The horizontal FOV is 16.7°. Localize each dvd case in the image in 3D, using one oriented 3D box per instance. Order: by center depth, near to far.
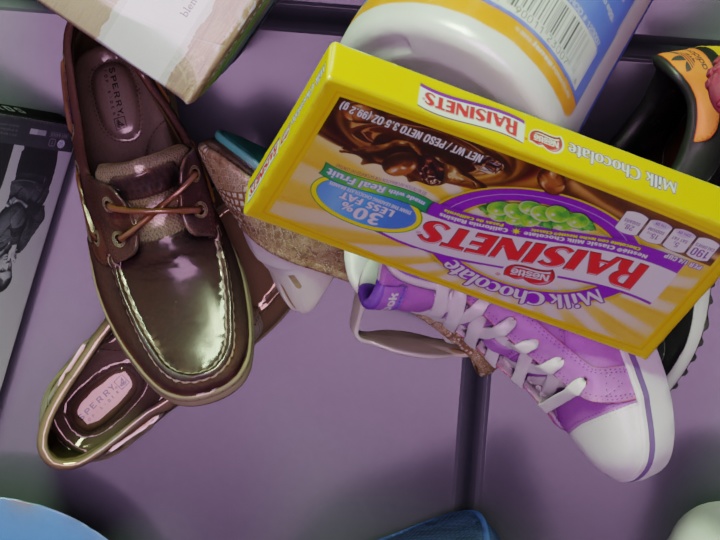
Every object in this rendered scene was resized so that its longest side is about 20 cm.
[{"bbox_3d":[-0.228,0.011,1.198,0.025,0.150,0.201,30,106,43],"label":"dvd case"}]

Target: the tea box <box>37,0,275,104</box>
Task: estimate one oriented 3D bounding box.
[{"bbox_3d":[-0.065,-0.202,1.105,0.133,0.197,0.201,34,102,-2],"label":"tea box"}]

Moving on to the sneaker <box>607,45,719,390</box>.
[{"bbox_3d":[0.129,-0.019,1.163,0.090,0.070,0.201,8,117,-37],"label":"sneaker"}]

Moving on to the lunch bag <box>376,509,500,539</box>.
[{"bbox_3d":[0.030,0.217,1.177,0.135,0.200,0.133,-21,101,3],"label":"lunch bag"}]

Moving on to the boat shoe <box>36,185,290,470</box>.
[{"bbox_3d":[-0.085,0.025,1.216,0.071,0.065,0.200,40,99,-4],"label":"boat shoe"}]

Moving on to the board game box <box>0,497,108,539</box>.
[{"bbox_3d":[-0.188,0.206,1.277,0.157,0.039,0.201,8,107,-2],"label":"board game box"}]

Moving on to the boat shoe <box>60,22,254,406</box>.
[{"bbox_3d":[-0.103,-0.034,1.162,0.072,0.072,0.201,-16,69,1],"label":"boat shoe"}]

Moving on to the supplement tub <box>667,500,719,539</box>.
[{"bbox_3d":[0.197,0.228,1.193,0.144,0.145,0.201,15,102,2],"label":"supplement tub"}]

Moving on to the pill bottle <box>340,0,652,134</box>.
[{"bbox_3d":[0.078,-0.139,1.107,0.112,0.112,0.201,32,58,-2],"label":"pill bottle"}]

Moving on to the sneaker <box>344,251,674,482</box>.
[{"bbox_3d":[0.057,0.022,1.130,0.114,0.073,0.201,-25,80,-32],"label":"sneaker"}]

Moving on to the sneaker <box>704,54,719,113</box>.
[{"bbox_3d":[0.247,-0.080,1.092,0.199,0.081,0.075,-3,90,-22],"label":"sneaker"}]

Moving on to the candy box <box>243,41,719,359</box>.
[{"bbox_3d":[0.059,-0.026,1.052,0.199,0.027,0.102,19,142,-13],"label":"candy box"}]

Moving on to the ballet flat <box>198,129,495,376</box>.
[{"bbox_3d":[0.000,0.000,1.181,0.199,0.071,0.066,25,105,-19],"label":"ballet flat"}]
